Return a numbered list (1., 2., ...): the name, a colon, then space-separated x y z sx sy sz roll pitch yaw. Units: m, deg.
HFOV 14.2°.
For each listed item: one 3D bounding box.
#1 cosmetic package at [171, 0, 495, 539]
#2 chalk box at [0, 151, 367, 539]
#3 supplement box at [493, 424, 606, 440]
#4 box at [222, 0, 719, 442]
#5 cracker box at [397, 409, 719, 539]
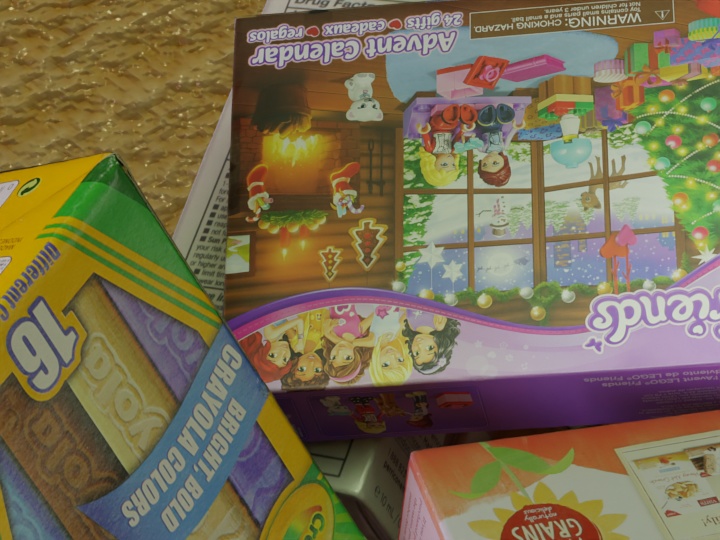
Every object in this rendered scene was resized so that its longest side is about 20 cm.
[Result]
1. cosmetic package: 0.000 0.000 0.966 0.103 0.087 0.200 9 63 26
2. chalk box: -0.092 0.085 0.842 0.124 0.200 0.124 -6 34 42
3. supplement box: 0.067 0.039 1.023 0.069 0.067 0.200 -12 47 -25
4. box: 0.059 -0.020 0.887 0.200 0.039 0.137 -4 61 8
5. cracker box: 0.101 0.125 0.767 0.134 0.058 0.200 -6 40 -15
